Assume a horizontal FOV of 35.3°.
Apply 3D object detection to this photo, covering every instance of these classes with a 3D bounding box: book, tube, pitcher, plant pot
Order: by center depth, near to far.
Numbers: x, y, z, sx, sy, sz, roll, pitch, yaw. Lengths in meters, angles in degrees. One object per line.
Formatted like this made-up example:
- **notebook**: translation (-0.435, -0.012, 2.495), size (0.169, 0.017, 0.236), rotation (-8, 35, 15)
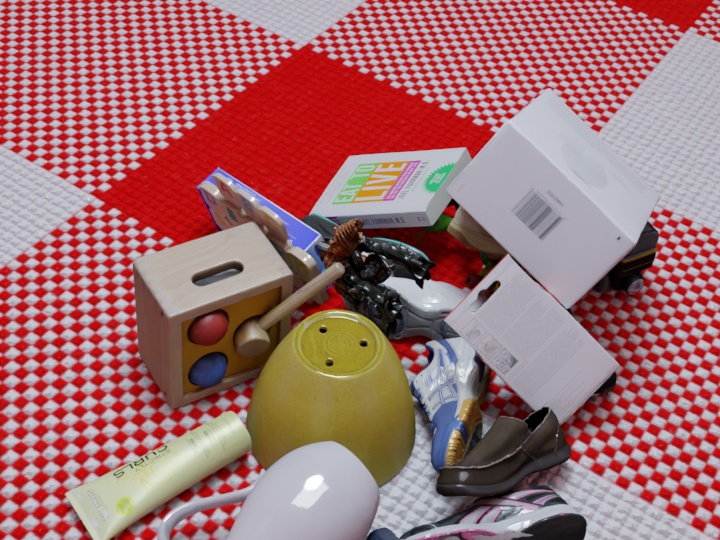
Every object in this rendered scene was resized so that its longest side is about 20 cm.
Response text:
- **pitcher**: translation (-0.094, 0.255, 1.157), size (0.171, 0.122, 0.200), rotation (35, 62, 31)
- **tube**: translation (-0.213, 0.220, 1.226), size (0.199, 0.052, 0.058), rotation (-27, 12, -24)
- **plant pot**: translation (-0.029, 0.130, 1.271), size (0.198, 0.143, 0.201), rotation (3, 44, -3)
- **book**: translation (0.040, -0.105, 1.531), size (0.199, 0.048, 0.134), rotation (-2, 39, 38)

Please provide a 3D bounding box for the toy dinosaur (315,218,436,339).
- **toy dinosaur**: translation (0.000, 0.000, 1.302), size (0.135, 0.200, 0.103), rotation (30, 92, 16)

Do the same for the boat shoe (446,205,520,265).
- **boat shoe**: translation (0.201, -0.044, 1.426), size (0.199, 0.063, 0.073), rotation (15, 15, -35)

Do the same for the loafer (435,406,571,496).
- **loafer**: translation (0.151, 0.197, 1.242), size (0.073, 0.072, 0.199), rotation (-12, 1, 45)

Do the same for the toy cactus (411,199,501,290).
- **toy cactus**: translation (0.160, -0.047, 1.534), size (0.164, 0.103, 0.201), rotation (3, 38, -32)

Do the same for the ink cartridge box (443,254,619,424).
- **ink cartridge box**: translation (0.192, 0.078, 1.302), size (0.109, 0.200, 0.050), rotation (-45, 18, 5)

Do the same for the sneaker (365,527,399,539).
- **sneaker**: translation (0.023, 0.342, 1.108), size (0.081, 0.071, 0.201), rotation (-6, 43, -17)

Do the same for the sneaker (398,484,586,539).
- **sneaker**: translation (0.133, 0.277, 1.202), size (0.198, 0.081, 0.086), rotation (-5, 24, -13)

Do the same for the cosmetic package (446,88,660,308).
- **cosmetic package**: translation (0.236, -0.092, 1.357), size (0.199, 0.123, 0.200), rotation (44, 31, 3)

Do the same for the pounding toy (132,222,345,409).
- **pounding toy**: translation (-0.142, 0.048, 1.312), size (0.199, 0.185, 0.142), rotation (-19, 49, -25)

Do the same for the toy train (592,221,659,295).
- **toy train**: translation (0.322, -0.059, 1.530), size (0.085, 0.115, 0.200), rotation (-15, 48, -22)

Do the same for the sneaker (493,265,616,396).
- **sneaker**: translation (0.238, 0.071, 1.401), size (0.070, 0.091, 0.200), rotation (-26, 52, -30)

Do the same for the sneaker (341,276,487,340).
- **sneaker**: translation (0.073, 0.045, 1.438), size (0.198, 0.075, 0.087), rotation (16, 29, 4)

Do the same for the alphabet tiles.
- **alphabet tiles**: translation (-0.121, -0.035, 1.402), size (0.199, 0.196, 0.015), rotation (36, 70, 27)

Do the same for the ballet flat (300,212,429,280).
- **ballet flat**: translation (-0.007, -0.014, 1.487), size (0.199, 0.068, 0.069), rotation (19, 54, 28)

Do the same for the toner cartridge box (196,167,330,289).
- **toner cartridge box**: translation (-0.121, -0.050, 1.465), size (0.199, 0.095, 0.043), rotation (34, 70, 32)

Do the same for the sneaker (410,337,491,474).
- **sneaker**: translation (0.098, 0.160, 1.321), size (0.087, 0.076, 0.201), rotation (-1, 39, 18)
